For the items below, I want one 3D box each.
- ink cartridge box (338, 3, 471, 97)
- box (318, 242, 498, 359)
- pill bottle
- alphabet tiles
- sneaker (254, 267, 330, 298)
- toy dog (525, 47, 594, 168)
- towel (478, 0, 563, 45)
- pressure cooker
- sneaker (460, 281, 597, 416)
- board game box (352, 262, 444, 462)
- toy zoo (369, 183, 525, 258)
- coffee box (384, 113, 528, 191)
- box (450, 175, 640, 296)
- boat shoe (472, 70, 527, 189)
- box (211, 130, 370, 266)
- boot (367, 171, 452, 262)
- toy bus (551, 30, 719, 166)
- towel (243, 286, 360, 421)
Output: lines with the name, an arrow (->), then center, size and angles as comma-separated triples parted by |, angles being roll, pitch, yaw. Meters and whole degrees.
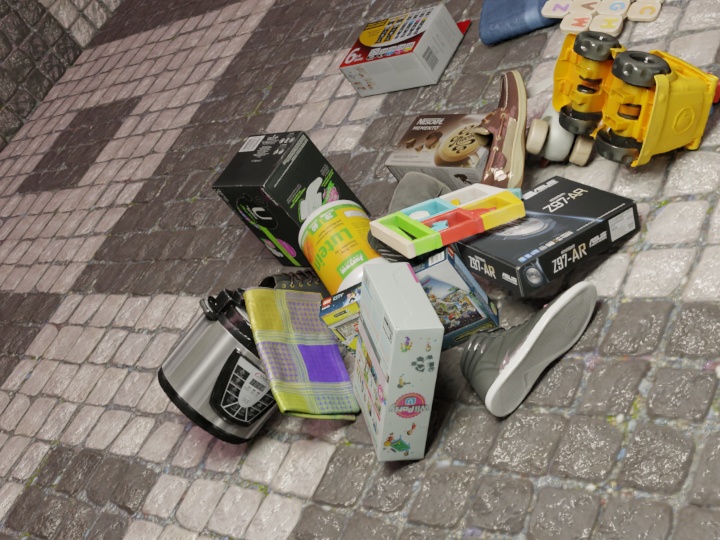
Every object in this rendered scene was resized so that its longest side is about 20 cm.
ink cartridge box -> 0.086, -0.429, 1.938 | 0.200, 0.084, 0.176 | -1, 50, 45
box -> 0.064, 0.057, 1.358 | 0.200, 0.137, 0.038 | -25, 36, 23
pill bottle -> 0.000, 0.000, 1.479 | 0.111, 0.111, 0.200 | -38, 54, 5
alphabet tiles -> 0.402, -0.453, 1.662 | 0.195, 0.015, 0.200 | 12, 59, 32
sneaker -> -0.075, 0.018, 1.569 | 0.200, 0.106, 0.075 | -47, 34, -8
toy dog -> 0.295, -0.227, 1.494 | 0.200, 0.132, 0.096 | -53, -4, -24
towel -> 0.304, -0.460, 1.785 | 0.200, 0.049, 0.112 | -13, 46, 34
pressure cooker -> -0.170, 0.123, 1.461 | 0.179, 0.176, 0.200 | 41, 94, 14
sneaker -> 0.199, 0.077, 1.258 | 0.200, 0.071, 0.099 | -49, 39, -4
board game box -> 0.042, 0.112, 1.268 | 0.064, 0.200, 0.148 | -2, 32, -14
toy zoo -> 0.126, -0.073, 1.348 | 0.200, 0.021, 0.131 | -20, 22, -15
coffee box -> 0.150, -0.178, 1.591 | 0.200, 0.080, 0.113 | 10, 59, 49
box -> 0.235, -0.050, 1.330 | 0.200, 0.044, 0.160 | -27, 29, -20
boat shoe -> 0.197, -0.199, 1.463 | 0.072, 0.072, 0.200 | 5, 71, 0
box -> -0.112, -0.114, 1.671 | 0.148, 0.200, 0.124 | 4, 53, 48
boot -> 0.107, -0.053, 1.486 | 0.073, 0.182, 0.200 | -50, -1, 27
toy bus -> 0.383, -0.242, 1.368 | 0.192, 0.136, 0.200 | -12, 36, -25
towel -> -0.080, 0.109, 1.389 | 0.023, 0.143, 0.200 | -42, 53, 35
